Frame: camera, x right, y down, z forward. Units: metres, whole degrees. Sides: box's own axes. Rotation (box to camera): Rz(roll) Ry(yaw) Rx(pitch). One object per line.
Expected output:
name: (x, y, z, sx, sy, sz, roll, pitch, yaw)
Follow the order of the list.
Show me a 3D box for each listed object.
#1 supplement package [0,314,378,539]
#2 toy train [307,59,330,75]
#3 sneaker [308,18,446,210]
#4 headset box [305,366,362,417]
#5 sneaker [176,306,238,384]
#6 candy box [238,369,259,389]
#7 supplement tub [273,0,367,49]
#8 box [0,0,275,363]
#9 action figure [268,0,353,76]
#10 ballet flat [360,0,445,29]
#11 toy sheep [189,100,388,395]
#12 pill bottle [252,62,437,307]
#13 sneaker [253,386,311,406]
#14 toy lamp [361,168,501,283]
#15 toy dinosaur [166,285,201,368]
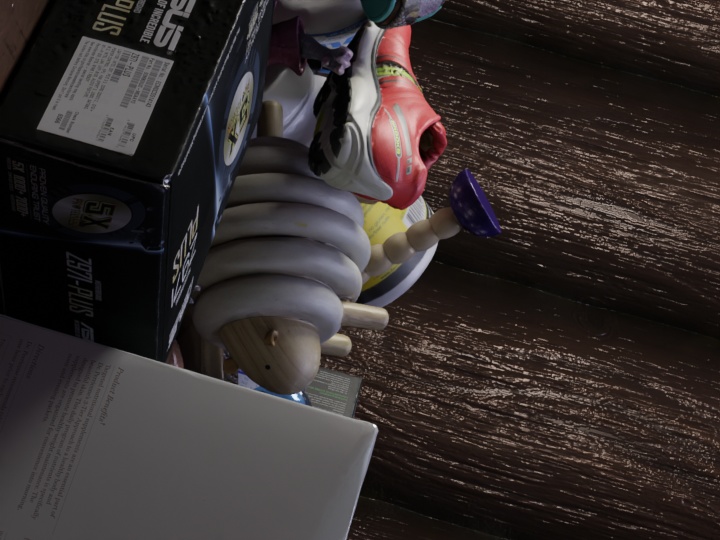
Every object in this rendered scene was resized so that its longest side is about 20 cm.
supplement package: (-0.115, 0.155, 0.751, 0.147, 0.199, 0.192, 100, 7, -66)
toy train: (-0.036, -0.267, 1.384, 0.114, 0.086, 0.201, -96, -162, -71)
sneaker: (0.017, -0.102, 1.017, 0.077, 0.085, 0.200, -53, -164, 34)
headset box: (-0.104, 0.171, 1.445, 0.201, 0.173, 0.093, 105, 2, -48)
sneaker: (-0.132, 0.005, 1.119, 0.071, 0.075, 0.201, 68, 16, -64)
candy box: (-0.116, 0.111, 1.212, 0.169, 0.077, 0.201, 5, -104, 63)
supplement tub: (-0.029, -0.227, 1.130, 0.200, 0.131, 0.133, -13, 118, -86)
box: (-0.108, -0.077, 0.781, 0.164, 0.086, 0.201, 103, 3, -54)
action figure: (-0.086, -0.175, 0.971, 0.149, 0.133, 0.201, 53, -51, 36)
ballet flat: (0.011, -0.252, 1.001, 0.072, 0.072, 0.201, 89, -16, -82)
toy sheep: (-0.054, -0.016, 1.002, 0.138, 0.137, 0.201, 101, -15, -64)
pill bottle: (-0.037, -0.070, 1.132, 0.200, 0.114, 0.115, 51, 41, -35)
sneaker: (-0.122, 0.141, 1.052, 0.199, 0.066, 0.078, -33, 160, 8)
toy lamp: (0.000, 0.000, 1.084, 0.199, 0.058, 0.058, -30, -172, 11)
toy dinosaur: (-0.142, 0.052, 0.973, 0.200, 0.085, 0.137, 174, -89, -81)
